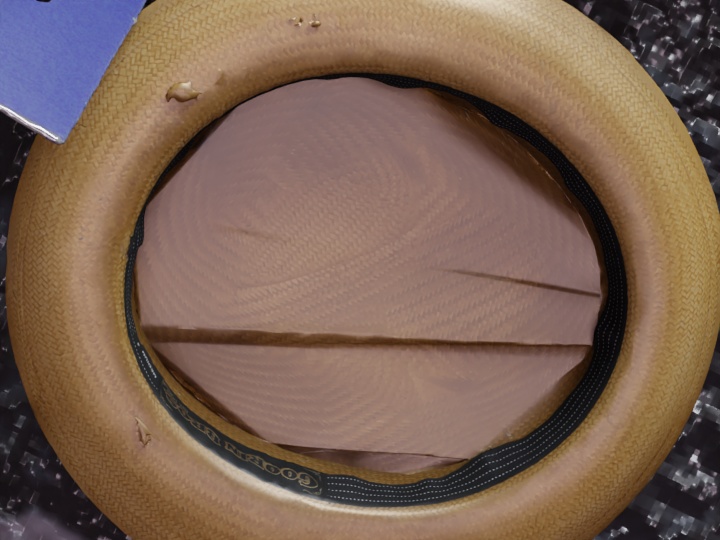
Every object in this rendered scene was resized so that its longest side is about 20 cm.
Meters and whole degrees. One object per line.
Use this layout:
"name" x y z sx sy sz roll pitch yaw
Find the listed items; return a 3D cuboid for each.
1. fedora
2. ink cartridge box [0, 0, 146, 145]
"fedora" 0.000 0.000 0.760 0.199 0.082 0.202 -1 101 -5
"ink cartridge box" -0.136 -0.127 0.677 0.199 0.198 0.047 27 112 -6
